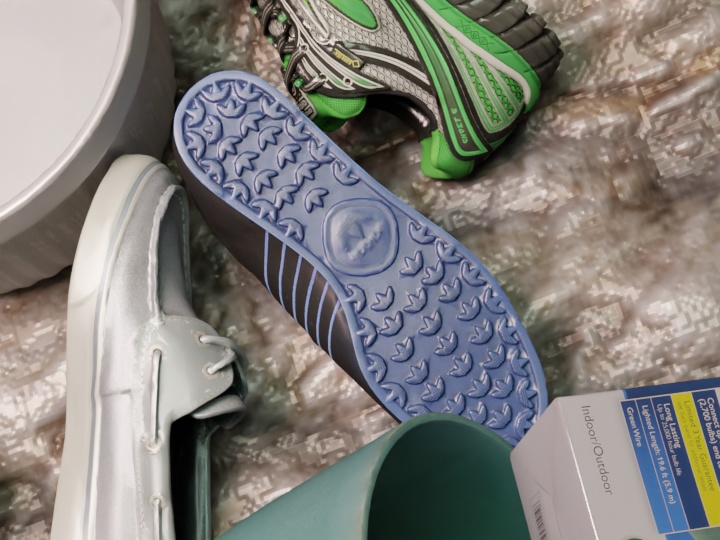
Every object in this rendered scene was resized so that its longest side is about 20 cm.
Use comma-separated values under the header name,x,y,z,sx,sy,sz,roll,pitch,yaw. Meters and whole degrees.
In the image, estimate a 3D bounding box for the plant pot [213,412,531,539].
name,x,y,z,sx,sy,sz,roll,pitch,yaw
plant pot,-0.005,0.173,0.848,0.160,0.200,0.202,-25,65,26

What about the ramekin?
name,x,y,z,sx,sy,sz,roll,pitch,yaw
ramekin,-0.173,-0.083,1.027,0.199,0.105,0.201,-5,69,13

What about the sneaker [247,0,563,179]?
name,x,y,z,sx,sy,sz,roll,pitch,yaw
sneaker,-0.017,-0.110,0.979,0.199,0.078,0.085,32,83,-7

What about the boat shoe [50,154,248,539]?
name,x,y,z,sx,sy,sz,roll,pitch,yaw
boat shoe,-0.078,0.054,0.968,0.071,0.070,0.202,2,83,16

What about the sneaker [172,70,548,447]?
name,x,y,z,sx,sy,sz,roll,pitch,yaw
sneaker,0.000,0.000,0.978,0.070,0.078,0.200,-41,88,-5

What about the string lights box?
name,x,y,z,sx,sy,sz,roll,pitch,yaw
string lights box,0.164,0.090,0.858,0.199,0.059,0.103,-7,66,-19
